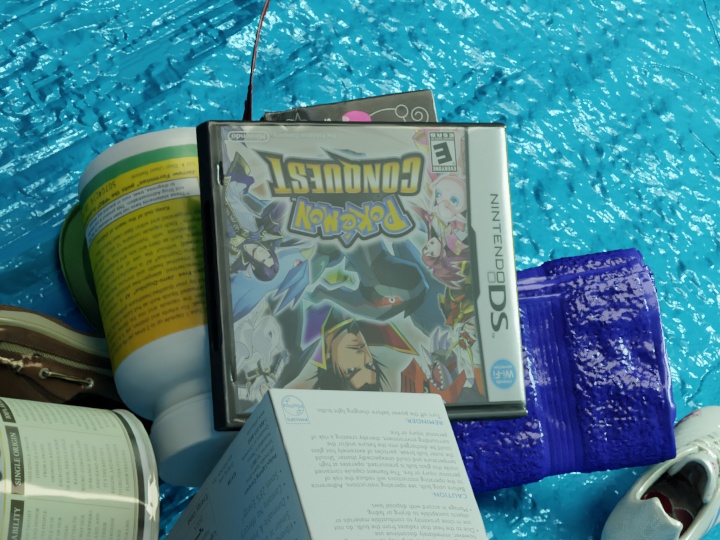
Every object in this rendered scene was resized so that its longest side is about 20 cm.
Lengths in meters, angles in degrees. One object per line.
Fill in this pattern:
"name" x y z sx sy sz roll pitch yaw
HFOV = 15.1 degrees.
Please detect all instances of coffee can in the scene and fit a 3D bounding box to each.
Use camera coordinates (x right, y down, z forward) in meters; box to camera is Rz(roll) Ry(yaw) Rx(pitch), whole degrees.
"coffee can" -0.232 0.140 1.532 0.199 0.147 0.147 8 48 -27

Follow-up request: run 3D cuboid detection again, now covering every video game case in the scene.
"video game case" 0.002 0.001 1.622 0.199 0.025 0.182 -1 83 -25

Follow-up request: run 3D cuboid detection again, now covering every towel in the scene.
"towel" 0.110 0.068 1.811 0.198 0.050 0.149 -9 79 -9

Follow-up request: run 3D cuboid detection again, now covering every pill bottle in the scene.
"pill bottle" -0.103 0.024 1.663 0.112 0.113 0.201 1 63 -32

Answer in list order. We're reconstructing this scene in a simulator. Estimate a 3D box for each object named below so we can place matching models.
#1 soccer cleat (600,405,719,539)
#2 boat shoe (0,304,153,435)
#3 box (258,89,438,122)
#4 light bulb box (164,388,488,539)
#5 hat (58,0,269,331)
"soccer cleat" 0.234 0.144 1.875 0.070 0.086 0.200 40 42 5
"boat shoe" -0.200 0.072 1.672 0.201 0.075 0.075 7 55 -28
"box" 0.000 0.000 1.718 0.114 0.132 0.202 -8 85 -10
"light bulb box" -0.017 0.206 1.573 0.124 0.199 0.201 3 53 -29
"hat" -0.095 -0.053 1.772 0.165 0.176 0.201 -12 60 -40
